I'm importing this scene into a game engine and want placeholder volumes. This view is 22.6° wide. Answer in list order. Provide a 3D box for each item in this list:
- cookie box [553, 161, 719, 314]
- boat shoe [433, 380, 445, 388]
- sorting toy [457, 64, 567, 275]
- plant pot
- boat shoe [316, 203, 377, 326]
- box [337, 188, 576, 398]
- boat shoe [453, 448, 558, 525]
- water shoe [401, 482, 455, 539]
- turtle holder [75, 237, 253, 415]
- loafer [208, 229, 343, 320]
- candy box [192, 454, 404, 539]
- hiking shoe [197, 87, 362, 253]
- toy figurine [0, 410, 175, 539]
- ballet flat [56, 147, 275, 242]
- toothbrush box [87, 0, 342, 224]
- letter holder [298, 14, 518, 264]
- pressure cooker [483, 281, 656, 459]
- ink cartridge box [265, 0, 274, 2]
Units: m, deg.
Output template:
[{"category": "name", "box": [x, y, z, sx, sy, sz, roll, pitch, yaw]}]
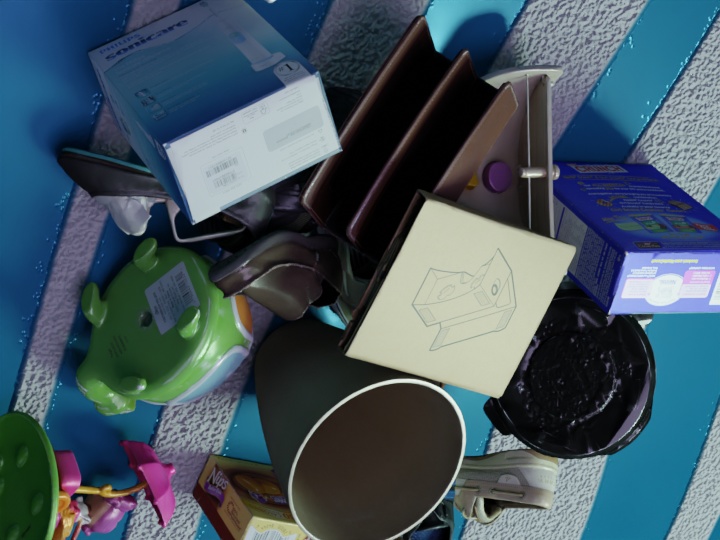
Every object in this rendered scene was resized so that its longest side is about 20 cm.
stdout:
[{"category": "cookie box", "box": [0.275, -0.036, 1.823, 0.170, 0.200, 0.076, 0, 119, -28]}, {"category": "boat shoe", "box": [0.063, 0.108, 1.871, 0.200, 0.072, 0.072, -42, 129, -1]}, {"category": "sorting toy", "box": [0.100, -0.094, 1.743, 0.178, 0.107, 0.202, 0, 87, -19]}, {"category": "plant pot", "box": [-0.026, 0.136, 1.756, 0.186, 0.200, 0.189, -14, 124, -22]}, {"category": "boat shoe", "box": [0.000, 0.000, 1.779, 0.072, 0.062, 0.201, -29, 128, -11]}, {"category": "box", "box": [0.091, 0.024, 1.652, 0.199, 0.021, 0.165, 17, 106, -38]}, {"category": "boat shoe", "box": [0.125, 0.235, 1.915, 0.072, 0.199, 0.066, 24, 63, -42]}, {"category": "water shoe", "box": [0.072, 0.228, 1.854, 0.071, 0.079, 0.202, -13, 124, -5]}, {"category": "turtle holder", "box": [-0.178, 0.071, 1.675, 0.131, 0.140, 0.187, 22, 97, -54]}, {"category": "loafer", "box": [-0.065, 0.007, 1.653, 0.073, 0.072, 0.199, -28, 170, 27]}, {"category": "candy box", "box": [-0.062, 0.258, 1.861, 0.199, 0.117, 0.057, 14, 110, -34]}, {"category": "hiking shoe", "box": [-0.060, -0.089, 1.698, 0.200, 0.076, 0.101, -41, 143, 5]}, {"category": "toy figurine", "box": [-0.269, 0.228, 1.737, 0.183, 0.151, 0.200, 5, 137, -41]}, {"category": "ballet flat", "box": [-0.174, -0.062, 1.601, 0.198, 0.068, 0.069, 8, 86, -6]}, {"category": "toothbrush box", "box": [-0.127, -0.145, 1.535, 0.145, 0.200, 0.086, -27, 129, -13]}, {"category": "letter holder", "box": [0.044, -0.111, 1.630, 0.201, 0.100, 0.142, -57, 167, -4]}, {"category": "pressure cooker", "box": [0.219, 0.097, 1.874, 0.174, 0.200, 0.181, 5, 94, 3]}, {"category": "ink cartridge box", "box": [-0.070, -0.355, 1.516, 0.145, 0.088, 0.201, -33, 130, -9]}]
